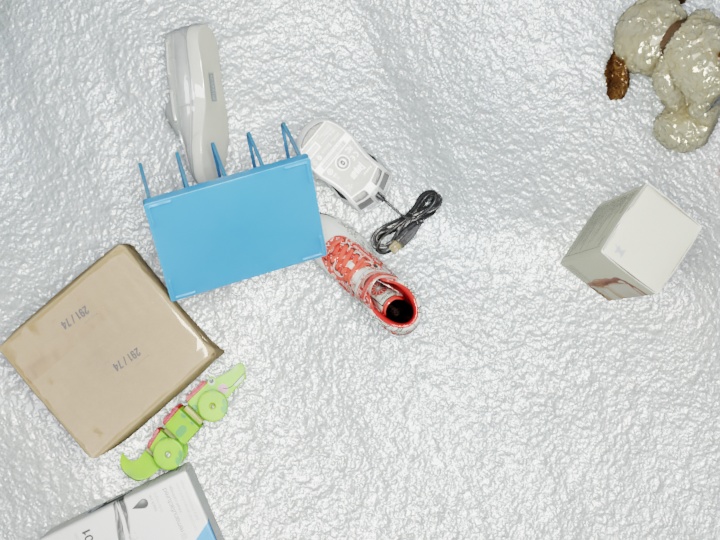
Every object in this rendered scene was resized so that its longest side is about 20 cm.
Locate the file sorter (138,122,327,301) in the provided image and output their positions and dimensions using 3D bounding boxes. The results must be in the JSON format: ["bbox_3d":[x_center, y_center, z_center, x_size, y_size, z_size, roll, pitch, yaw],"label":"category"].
[{"bbox_3d":[-0.158,-0.079,1.385,0.197,0.123,0.141,-16,128,-9],"label":"file sorter"}]

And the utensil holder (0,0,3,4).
[{"bbox_3d":[-0.487,-0.398,1.385,0.168,0.170,0.202,30,88,-2],"label":"utensil holder"}]

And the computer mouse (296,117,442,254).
[{"bbox_3d":[0.002,-0.117,1.468,0.200,0.044,0.110,43,90,-7],"label":"computer mouse"}]

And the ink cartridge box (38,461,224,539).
[{"bbox_3d":[-0.272,0.349,1.411,0.197,0.086,0.149,-25,90,-6],"label":"ink cartridge box"}]

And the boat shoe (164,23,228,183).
[{"bbox_3d":[-0.215,-0.206,1.447,0.067,0.072,0.204,-3,100,24],"label":"boat shoe"}]

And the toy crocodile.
[{"bbox_3d":[-0.217,0.188,1.428,0.062,0.068,0.200,43,86,0],"label":"toy crocodile"}]

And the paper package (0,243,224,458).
[{"bbox_3d":[-0.304,0.096,1.409,0.199,0.103,0.191,-41,89,-3],"label":"paper package"}]

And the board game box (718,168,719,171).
[{"bbox_3d":[0.594,-0.158,1.502,0.197,0.046,0.154,26,87,-2],"label":"board game box"}]

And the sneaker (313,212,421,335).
[{"bbox_3d":[0.001,0.000,1.428,0.067,0.108,0.201,-44,91,-4],"label":"sneaker"}]

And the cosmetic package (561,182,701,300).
[{"bbox_3d":[0.327,-0.030,1.403,0.087,0.200,0.104,37,86,0],"label":"cosmetic package"}]

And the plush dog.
[{"bbox_3d":[0.401,-0.279,1.458,0.170,0.160,0.202,32,86,22],"label":"plush dog"}]
